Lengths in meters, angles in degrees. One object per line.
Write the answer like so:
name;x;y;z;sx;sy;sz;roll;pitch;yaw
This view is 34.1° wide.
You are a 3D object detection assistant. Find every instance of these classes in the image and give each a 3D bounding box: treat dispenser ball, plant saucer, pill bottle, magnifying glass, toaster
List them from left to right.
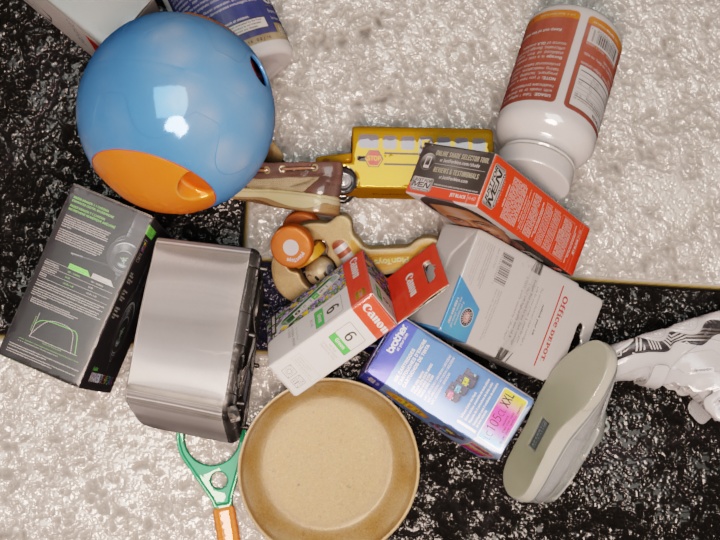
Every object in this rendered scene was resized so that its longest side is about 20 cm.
treat dispenser ball;-0.185;-0.158;1.185;0.199;0.201;0.203;0;83;-2
toaster;-0.164;0.075;1.220;0.117;0.200;0.183;8;73;-2
pill bottle;-0.163;-0.307;1.315;0.110;0.111;0.201;-25;85;-5
magnifying glass;-0.155;0.240;1.299;0.079;0.022;0.202;-10;82;-3
plant saucer;-0.035;0.214;1.283;0.198;0.035;0.202;-1;94;-7
pill bottle;0.213;-0.182;1.291;0.111;0.112;0.201;20;67;0

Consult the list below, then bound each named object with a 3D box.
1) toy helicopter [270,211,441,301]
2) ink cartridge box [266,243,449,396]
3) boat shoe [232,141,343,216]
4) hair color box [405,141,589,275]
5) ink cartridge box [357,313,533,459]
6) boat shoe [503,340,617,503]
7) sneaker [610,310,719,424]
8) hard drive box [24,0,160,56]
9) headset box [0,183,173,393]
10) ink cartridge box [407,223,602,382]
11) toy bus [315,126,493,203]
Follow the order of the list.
toy helicopter;0.000;0.000;1.300;0.198;0.079;0.134;-5;106;9
ink cartridge box;-0.007;0.035;1.227;0.199;0.109;0.050;-36;113;11
boat shoe;-0.107;-0.110;1.288;0.198;0.072;0.073;13;95;28
hair color box;0.149;-0.064;1.247;0.101;0.199;0.062;15;79;44
ink cartridge box;0.074;0.118;1.261;0.199;0.136;0.077;34;81;3
boat shoe;0.229;0.167;1.277;0.071;0.070;0.202;17;110;-33
sneaker;0.349;0.120;1.300;0.198;0.075;0.116;-16;82;-8
hard drive box;-0.313;-0.308;1.288;0.200;0.156;0.077;39;84;3
headset box;-0.280;0.018;1.243;0.092;0.174;0.202;22;82;1
ink cartridge box;0.161;0.043;1.283;0.199;0.068;0.117;27;82;-31
toy bus;0.048;-0.118;1.323;0.198;0.065;0.079;1;83;-2
